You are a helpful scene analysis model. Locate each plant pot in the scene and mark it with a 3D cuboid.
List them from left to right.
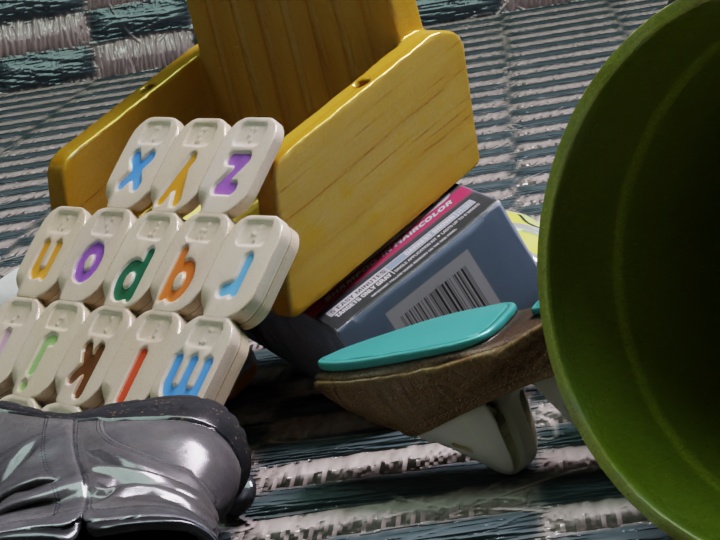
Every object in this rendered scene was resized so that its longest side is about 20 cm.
[{"bbox_3d":[0.199,-0.003,0.918,0.200,0.201,0.192,-1,2,41],"label":"plant pot"}]

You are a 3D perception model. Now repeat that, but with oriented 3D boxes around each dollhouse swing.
[{"bbox_3d":[-0.072,-0.098,1.218,0.182,0.176,0.200,-40,26,-28],"label":"dollhouse swing"}]

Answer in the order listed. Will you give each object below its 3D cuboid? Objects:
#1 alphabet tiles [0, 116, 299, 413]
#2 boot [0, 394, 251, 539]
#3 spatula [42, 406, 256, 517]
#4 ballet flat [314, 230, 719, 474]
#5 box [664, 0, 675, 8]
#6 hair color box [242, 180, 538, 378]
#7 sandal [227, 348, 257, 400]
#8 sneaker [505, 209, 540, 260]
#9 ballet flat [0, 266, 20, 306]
[{"bbox_3d":[-0.105,0.019,1.144,0.015,0.196,0.200,36,-18,-33],"label":"alphabet tiles"},{"bbox_3d":[-0.144,0.097,0.984,0.199,0.070,0.132,-12,15,10],"label":"boot"},{"bbox_3d":[-0.099,0.078,1.122,0.021,0.057,0.200,34,-11,-35],"label":"spatula"},{"bbox_3d":[0.075,0.039,1.033,0.199,0.073,0.068,-21,6,25],"label":"ballet flat"},{"bbox_3d":[0.184,-0.087,1.262,0.043,0.201,0.160,37,25,24],"label":"box"},{"bbox_3d":[0.000,0.000,1.239,0.099,0.061,0.200,-38,23,-12],"label":"hair color box"},{"bbox_3d":[-0.096,0.040,1.256,0.079,0.060,0.207,-9,10,2],"label":"sandal"},{"bbox_3d":[0.056,-0.002,1.345,0.076,0.076,0.200,-5,18,-24],"label":"sneaker"},{"bbox_3d":[-0.115,0.019,1.401,0.199,0.070,0.069,-11,10,-13],"label":"ballet flat"}]
